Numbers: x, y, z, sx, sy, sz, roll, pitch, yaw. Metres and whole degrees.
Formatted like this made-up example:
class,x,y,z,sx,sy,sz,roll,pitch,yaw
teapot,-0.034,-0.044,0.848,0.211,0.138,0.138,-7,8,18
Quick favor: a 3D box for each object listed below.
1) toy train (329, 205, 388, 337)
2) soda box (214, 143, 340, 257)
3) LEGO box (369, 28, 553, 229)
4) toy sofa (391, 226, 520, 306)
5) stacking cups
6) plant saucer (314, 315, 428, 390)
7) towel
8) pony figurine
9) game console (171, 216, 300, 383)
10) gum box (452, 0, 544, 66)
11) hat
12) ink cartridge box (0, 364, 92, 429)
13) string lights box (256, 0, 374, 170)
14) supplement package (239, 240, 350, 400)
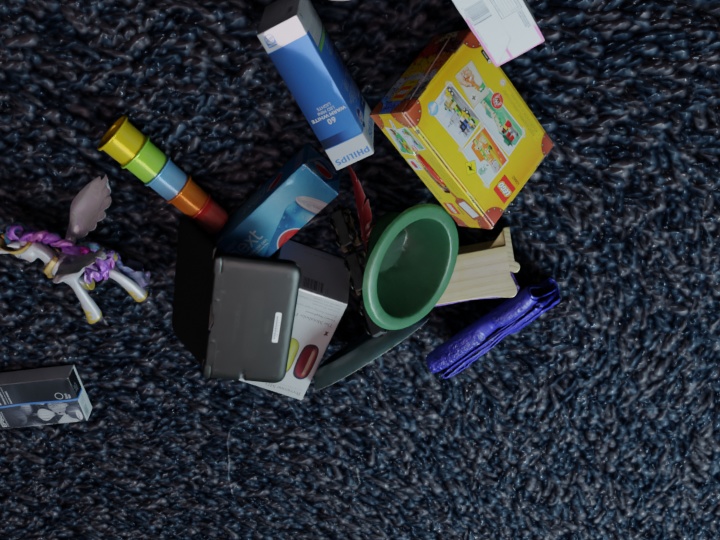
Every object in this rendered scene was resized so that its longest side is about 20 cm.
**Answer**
class,x,y,z,sx,sy,sz,roll,pitch,yaw
toy train,0.000,0.000,1.269,0.034,0.202,0.046,-26,161,21
soda box,-0.119,-0.082,1.267,0.068,0.064,0.200,39,118,-22
LEGO box,0.132,-0.176,1.136,0.149,0.077,0.200,-51,118,-16
toy sofa,0.127,0.002,1.282,0.198,0.083,0.099,-11,90,9
stacking cups,-0.265,-0.130,1.249,0.060,0.061,0.200,-38,119,25
plant saucer,0.011,0.111,1.332,0.199,0.200,0.028,-32,92,22
towel,0.201,0.087,1.328,0.200,0.147,0.050,-37,78,26
pony figurine,-0.398,-0.018,1.287,0.192,0.168,0.200,-21,137,25
game console,-0.181,0.042,1.277,0.174,0.117,0.202,6,120,-8
gum box,0.128,-0.337,1.003,0.066,0.114,0.200,-25,146,19
hat,0.021,-0.044,1.236,0.165,0.175,0.201,20,97,-47
ink cartridge box,-0.561,0.214,1.508,0.198,0.039,0.100,-7,125,8
string lights box,-0.050,-0.239,1.131,0.059,0.103,0.201,-22,121,16
supplement package,-0.101,0.075,1.348,0.113,0.110,0.201,18,124,-10
